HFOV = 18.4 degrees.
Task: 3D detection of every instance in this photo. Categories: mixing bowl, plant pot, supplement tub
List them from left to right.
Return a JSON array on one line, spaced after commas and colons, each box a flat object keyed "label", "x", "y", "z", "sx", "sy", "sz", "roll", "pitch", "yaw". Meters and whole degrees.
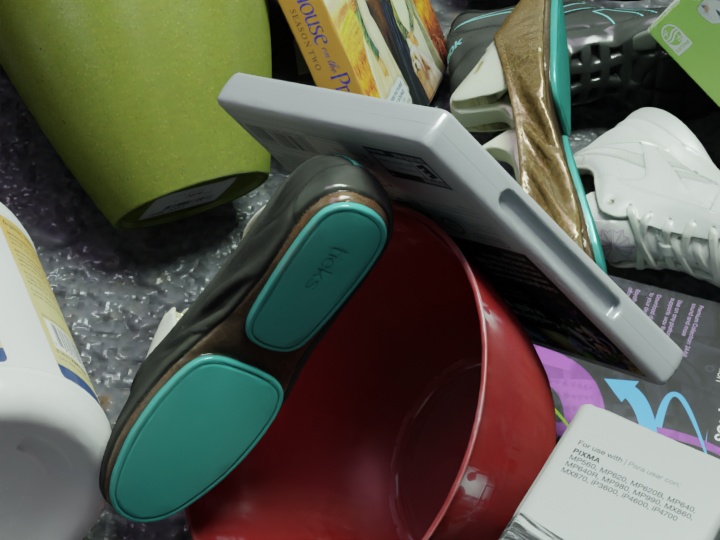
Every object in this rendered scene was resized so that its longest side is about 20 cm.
[{"label": "supplement tub", "x": -0.212, "y": 0.045, "z": 1.080, "sx": 0.143, "sy": 0.145, "sz": 0.201, "roll": -14, "pitch": 45, "yaw": -17}, {"label": "plant pot", "x": -0.123, "y": -0.133, "z": 1.239, "sx": 0.186, "sy": 0.187, "sz": 0.202, "roll": -17, "pitch": 83, "yaw": -19}, {"label": "mixing bowl", "x": 0.019, "y": 0.080, "z": 1.049, "sx": 0.108, "sy": 0.200, "sz": 0.201, "roll": 24, "pitch": 27, "yaw": -40}]

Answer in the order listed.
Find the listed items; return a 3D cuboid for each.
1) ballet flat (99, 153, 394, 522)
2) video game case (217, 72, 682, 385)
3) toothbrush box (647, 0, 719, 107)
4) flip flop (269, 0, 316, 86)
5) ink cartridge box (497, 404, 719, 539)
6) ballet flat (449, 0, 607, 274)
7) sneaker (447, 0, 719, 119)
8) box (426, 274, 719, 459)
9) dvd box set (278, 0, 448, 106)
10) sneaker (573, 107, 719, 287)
[{"label": "ballet flat", "x": -0.054, "y": 0.028, "z": 1.024, "sx": 0.068, "sy": 0.200, "sz": 0.069, "roll": 30, "pitch": 19, "yaw": -31}, {"label": "video game case", "x": 0.039, "y": -0.023, "z": 1.059, "sx": 0.023, "sy": 0.182, "sz": 0.199, "roll": -53, "pitch": 30, "yaw": -12}, {"label": "toothbrush box", "x": 0.284, "y": -0.121, "z": 1.260, "sx": 0.200, "sy": 0.086, "sz": 0.146, "roll": 44, "pitch": 51, "yaw": -1}, {"label": "flip flop", "x": -0.072, "y": -0.149, "z": 1.364, "sx": 0.081, "sy": 0.058, "sz": 0.199, "roll": -33, "pitch": 38, "yaw": -25}, {"label": "ink cartridge box", "x": 0.085, "y": 0.180, "z": 0.951, "sx": 0.083, "sy": 0.145, "sz": 0.200, "roll": 21, "pitch": 47, "yaw": 17}, {"label": "ballet flat", "x": 0.087, "y": -0.070, "z": 1.213, "sx": 0.072, "sy": 0.068, "sz": 0.202, "roll": -10, "pitch": 62, "yaw": 8}, {"label": "sneaker", "x": 0.147, "y": -0.137, "z": 1.330, "sx": 0.198, "sy": 0.076, "sz": 0.080, "roll": -4, "pitch": 40, "yaw": -9}, {"label": "box", "x": 0.148, "y": 0.067, "z": 1.153, "sx": 0.198, "sy": 0.036, "sz": 0.143, "roll": 15, "pitch": 45, "yaw": 12}, {"label": "dvd box set", "x": -0.010, "y": -0.175, "z": 1.277, "sx": 0.029, "sy": 0.201, "sz": 0.147, "roll": -13, "pitch": 26, "yaw": 24}, {"label": "sneaker", "x": 0.178, "y": -0.017, "z": 1.218, "sx": 0.099, "sy": 0.075, "sz": 0.200, "roll": -25, "pitch": 35, "yaw": -19}]
